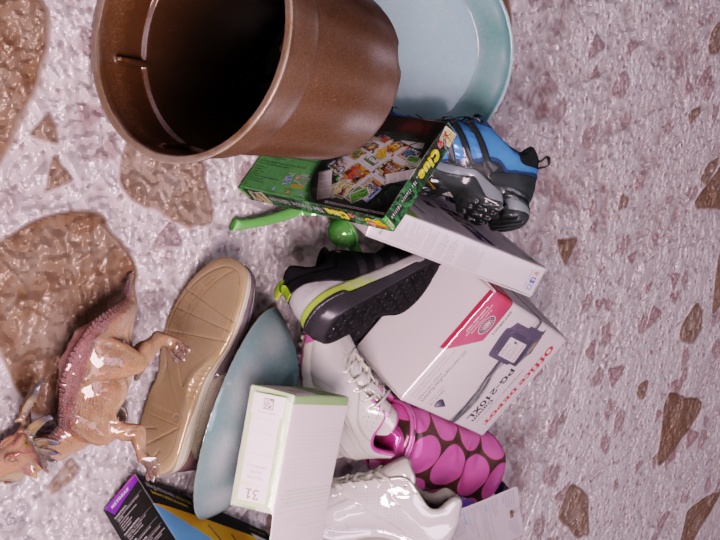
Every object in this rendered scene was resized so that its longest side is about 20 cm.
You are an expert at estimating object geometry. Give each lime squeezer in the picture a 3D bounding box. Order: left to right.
[{"bbox_3d":[-0.032,-0.031,1.373,0.199,0.038,0.071,30,64,-37],"label":"lime squeezer"}]

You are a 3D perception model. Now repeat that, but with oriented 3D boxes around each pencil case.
[{"bbox_3d":[0.078,0.200,1.562,0.200,0.091,0.094,27,89,-47],"label":"pencil case"}]

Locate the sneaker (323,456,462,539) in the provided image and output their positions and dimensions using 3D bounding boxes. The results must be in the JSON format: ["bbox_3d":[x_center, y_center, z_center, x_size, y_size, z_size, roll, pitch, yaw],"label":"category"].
[{"bbox_3d":[0.011,0.225,1.453,0.199,0.078,0.100,18,101,-15],"label":"sneaker"}]

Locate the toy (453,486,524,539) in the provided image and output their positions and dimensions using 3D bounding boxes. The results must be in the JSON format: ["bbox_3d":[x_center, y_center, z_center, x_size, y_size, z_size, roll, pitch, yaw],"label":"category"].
[{"bbox_3d":[0.074,0.281,1.558,0.199,0.047,0.115,-23,145,-6],"label":"toy"}]

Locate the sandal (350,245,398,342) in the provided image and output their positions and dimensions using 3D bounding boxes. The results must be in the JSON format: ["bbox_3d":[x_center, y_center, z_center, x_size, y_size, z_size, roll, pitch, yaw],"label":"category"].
[{"bbox_3d":[0.029,0.004,1.471,0.200,0.048,0.076,-30,127,-22],"label":"sandal"}]

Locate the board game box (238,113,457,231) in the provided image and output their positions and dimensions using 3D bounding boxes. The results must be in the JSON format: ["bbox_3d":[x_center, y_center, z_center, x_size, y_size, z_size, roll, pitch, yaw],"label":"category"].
[{"bbox_3d":[-0.015,-0.094,1.259,0.023,0.199,0.105,44,71,-38],"label":"board game box"}]

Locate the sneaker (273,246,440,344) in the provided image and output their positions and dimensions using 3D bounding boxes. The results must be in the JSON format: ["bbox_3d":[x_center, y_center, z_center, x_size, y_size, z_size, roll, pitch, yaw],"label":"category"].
[{"bbox_3d":[0.000,0.000,1.348,0.199,0.083,0.072,-20,148,-49],"label":"sneaker"}]

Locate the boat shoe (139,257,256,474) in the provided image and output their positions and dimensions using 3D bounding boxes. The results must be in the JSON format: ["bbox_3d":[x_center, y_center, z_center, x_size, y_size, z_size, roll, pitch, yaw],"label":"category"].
[{"bbox_3d":[-0.138,0.087,1.293,0.065,0.072,0.201,18,91,-58],"label":"boat shoe"}]

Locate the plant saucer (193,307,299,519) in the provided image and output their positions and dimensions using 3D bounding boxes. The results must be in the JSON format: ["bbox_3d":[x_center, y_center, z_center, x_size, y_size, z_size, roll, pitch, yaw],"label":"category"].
[{"bbox_3d":[-0.093,0.135,1.308,0.201,0.038,0.202,18,90,-79],"label":"plant saucer"}]

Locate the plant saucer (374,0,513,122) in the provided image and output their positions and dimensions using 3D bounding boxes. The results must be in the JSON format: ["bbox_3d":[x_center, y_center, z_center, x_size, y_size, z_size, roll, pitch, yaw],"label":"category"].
[{"bbox_3d":[0.046,-0.203,1.363,0.199,0.036,0.201,-5,107,-16],"label":"plant saucer"}]

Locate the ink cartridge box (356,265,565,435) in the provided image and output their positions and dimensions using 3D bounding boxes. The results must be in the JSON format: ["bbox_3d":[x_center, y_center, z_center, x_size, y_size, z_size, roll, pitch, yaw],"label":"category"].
[{"bbox_3d":[0.109,0.076,1.500,0.145,0.084,0.200,-49,147,7],"label":"ink cartridge box"}]

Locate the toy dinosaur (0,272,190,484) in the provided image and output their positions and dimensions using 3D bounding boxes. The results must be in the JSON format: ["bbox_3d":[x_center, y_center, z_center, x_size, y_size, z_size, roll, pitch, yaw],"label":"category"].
[{"bbox_3d":[-0.225,0.093,1.190,0.135,0.086,0.201,21,82,-43],"label":"toy dinosaur"}]

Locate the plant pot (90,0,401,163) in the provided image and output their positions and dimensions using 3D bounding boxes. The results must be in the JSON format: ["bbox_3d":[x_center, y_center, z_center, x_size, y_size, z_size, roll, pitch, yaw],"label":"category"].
[{"bbox_3d":[-0.080,-0.176,1.179,0.198,0.199,0.202,5,100,-57],"label":"plant pot"}]

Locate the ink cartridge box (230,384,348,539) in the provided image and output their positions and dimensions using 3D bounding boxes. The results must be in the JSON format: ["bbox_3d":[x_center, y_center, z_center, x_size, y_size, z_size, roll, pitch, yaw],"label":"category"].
[{"bbox_3d":[-0.067,0.202,1.256,0.145,0.048,0.201,17,84,-72],"label":"ink cartridge box"}]

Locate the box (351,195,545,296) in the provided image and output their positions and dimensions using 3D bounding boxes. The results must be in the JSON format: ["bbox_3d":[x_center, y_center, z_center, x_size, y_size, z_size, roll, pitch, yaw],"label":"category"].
[{"bbox_3d":[0.061,-0.044,1.365,0.199,0.144,0.036,21,103,-32],"label":"box"}]

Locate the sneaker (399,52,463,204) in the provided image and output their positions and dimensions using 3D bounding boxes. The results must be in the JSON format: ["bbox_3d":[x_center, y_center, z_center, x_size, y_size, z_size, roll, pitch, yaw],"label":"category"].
[{"bbox_3d":[0.070,-0.129,1.456,0.083,0.081,0.201,-33,119,-16],"label":"sneaker"}]

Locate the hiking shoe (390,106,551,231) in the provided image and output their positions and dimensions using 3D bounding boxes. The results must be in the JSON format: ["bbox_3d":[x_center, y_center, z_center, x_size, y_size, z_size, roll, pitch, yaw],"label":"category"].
[{"bbox_3d":[0.078,-0.113,1.353,0.199,0.074,0.087,29,67,-16],"label":"hiking shoe"}]

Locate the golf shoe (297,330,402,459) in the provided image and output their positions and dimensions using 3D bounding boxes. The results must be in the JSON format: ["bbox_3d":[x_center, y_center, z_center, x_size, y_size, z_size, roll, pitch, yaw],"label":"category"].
[{"bbox_3d":[-0.007,0.112,1.403,0.201,0.091,0.076,79,28,-46],"label":"golf shoe"}]

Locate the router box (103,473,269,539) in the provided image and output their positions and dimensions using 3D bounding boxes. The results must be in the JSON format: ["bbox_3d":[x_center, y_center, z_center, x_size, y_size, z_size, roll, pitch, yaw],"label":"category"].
[{"bbox_3d":[-0.125,0.275,1.309,0.051,0.149,0.200,-47,139,5],"label":"router box"}]
